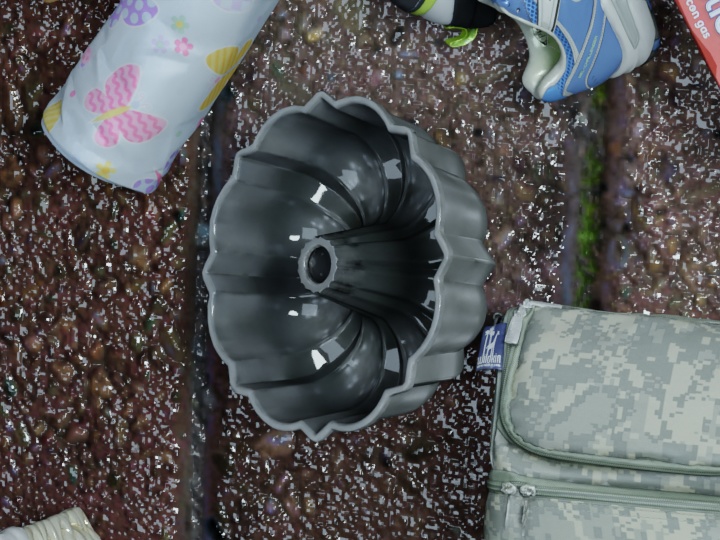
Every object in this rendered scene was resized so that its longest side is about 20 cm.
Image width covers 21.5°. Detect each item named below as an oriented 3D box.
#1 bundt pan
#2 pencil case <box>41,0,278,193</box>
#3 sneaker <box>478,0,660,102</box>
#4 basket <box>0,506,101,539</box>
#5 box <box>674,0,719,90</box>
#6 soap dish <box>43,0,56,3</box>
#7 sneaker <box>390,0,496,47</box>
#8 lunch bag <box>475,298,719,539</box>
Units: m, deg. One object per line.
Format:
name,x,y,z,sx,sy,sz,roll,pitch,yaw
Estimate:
bundt pan,0.000,0.000,1.121,0.201,0.076,0.203,-6,81,43
pencil case,-0.116,-0.146,1.161,0.091,0.083,0.200,35,108,7
sneaker,0.098,-0.181,1.045,0.077,0.076,0.200,-34,116,-10
basket,-0.207,0.267,1.233,0.135,0.123,0.200,-30,89,20
box,0.221,-0.164,1.037,0.095,0.100,0.201,-27,89,18
soap dish,-0.137,-0.251,1.093,0.200,0.081,0.158,-6,74,52
sneaker,0.083,-0.228,1.105,0.083,0.072,0.201,22,103,-21
lunch bag,0.167,0.106,1.084,0.199,0.139,0.169,4,83,17
